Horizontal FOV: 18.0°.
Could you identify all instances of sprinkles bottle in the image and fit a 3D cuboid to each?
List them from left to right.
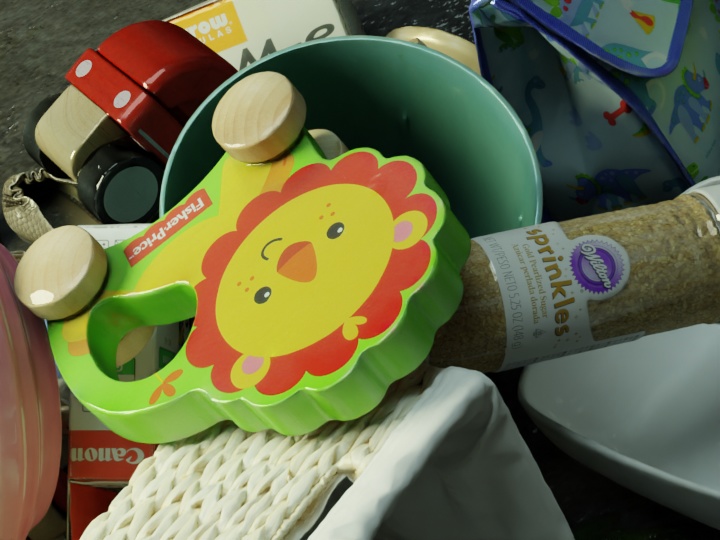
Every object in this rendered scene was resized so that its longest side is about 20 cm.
[{"bbox_3d":[0.104,0.008,1.105,0.198,0.069,0.068,-12,36,-16],"label":"sprinkles bottle"}]

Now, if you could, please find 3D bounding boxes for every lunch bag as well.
[{"bbox_3d":[0.138,-0.136,1.299,0.127,0.200,0.171,-16,37,33],"label":"lunch bag"}]

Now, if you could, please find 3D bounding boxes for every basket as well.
[{"bbox_3d":[-0.015,0.164,1.060,0.160,0.201,0.198,13,52,41],"label":"basket"}]

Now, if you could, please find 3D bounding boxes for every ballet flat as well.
[{"bbox_3d":[-0.167,-0.029,1.478,0.199,0.047,0.067,22,57,40],"label":"ballet flat"}]

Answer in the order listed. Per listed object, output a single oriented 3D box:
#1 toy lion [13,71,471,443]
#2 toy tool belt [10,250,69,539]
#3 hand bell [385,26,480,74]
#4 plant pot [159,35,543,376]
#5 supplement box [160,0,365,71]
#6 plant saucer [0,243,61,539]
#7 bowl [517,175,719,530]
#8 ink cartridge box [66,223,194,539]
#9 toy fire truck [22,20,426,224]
[{"bbox_3d":[-0.050,0.010,1.063,0.199,0.069,0.192,-37,43,5],"label":"toy lion"},{"bbox_3d":[-0.168,0.063,1.320,0.122,0.125,0.200,-32,39,5],"label":"toy tool belt"},{"bbox_3d":[0.016,-0.037,1.375,0.104,0.104,0.201,11,63,37],"label":"hand bell"},{"bbox_3d":[0.000,0.000,1.236,0.199,0.161,0.202,-2,62,3],"label":"plant pot"},{"bbox_3d":[-0.066,-0.149,1.470,0.125,0.074,0.200,-21,8,6],"label":"supplement box"},{"bbox_3d":[-0.206,0.062,1.172,0.050,0.202,0.200,-9,30,-29],"label":"plant saucer"},{"bbox_3d":[0.205,0.051,1.163,0.199,0.075,0.200,22,59,43],"label":"bowl"},{"bbox_3d":[-0.120,0.082,1.215,0.050,0.109,0.202,-1,82,8],"label":"ink cartridge box"},{"bbox_3d":[-0.065,-0.085,1.326,0.200,0.176,0.129,-49,44,-3],"label":"toy fire truck"}]
